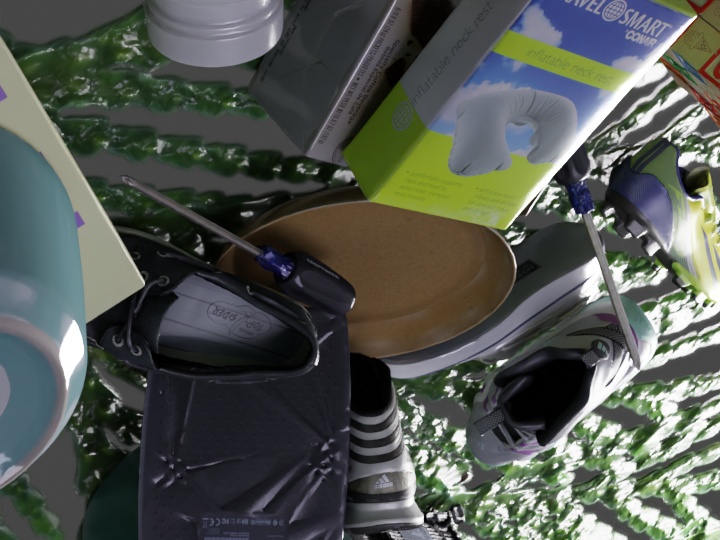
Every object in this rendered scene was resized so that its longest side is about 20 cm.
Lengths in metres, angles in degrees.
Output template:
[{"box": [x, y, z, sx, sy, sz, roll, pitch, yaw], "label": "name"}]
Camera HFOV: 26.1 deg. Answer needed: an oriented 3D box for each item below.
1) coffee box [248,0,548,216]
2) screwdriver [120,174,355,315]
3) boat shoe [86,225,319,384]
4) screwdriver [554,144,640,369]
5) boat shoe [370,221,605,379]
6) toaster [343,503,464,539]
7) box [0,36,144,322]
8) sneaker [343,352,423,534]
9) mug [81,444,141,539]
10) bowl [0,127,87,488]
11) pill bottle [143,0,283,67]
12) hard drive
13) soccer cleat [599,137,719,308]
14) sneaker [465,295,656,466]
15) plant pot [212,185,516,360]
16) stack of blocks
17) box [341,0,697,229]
[{"box": [0.047, -0.115, 0.951, 0.199, 0.080, 0.113, 11, 118, -43], "label": "coffee box"}, {"box": [-0.069, -0.019, 0.910, 0.028, 0.029, 0.200, -15, 146, 34], "label": "screwdriver"}, {"box": [-0.113, 0.027, 0.916, 0.198, 0.066, 0.075, 22, 95, -21], "label": "boat shoe"}, {"box": [0.162, -0.025, 1.063, 0.028, 0.029, 0.201, -24, 95, -24], "label": "screwdriver"}, {"box": [0.098, 0.037, 1.132, 0.199, 0.074, 0.066, -25, 133, -17], "label": "boat shoe"}, {"box": [0.032, 0.274, 1.213, 0.199, 0.181, 0.119, 21, 117, -47], "label": "toaster"}, {"box": [-0.236, -0.033, 0.791, 0.175, 0.097, 0.201, -33, 138, -9], "label": "box"}, {"box": [0.000, 0.114, 1.092, 0.075, 0.200, 0.116, -4, 90, -12], "label": "sneaker"}, {"box": [-0.112, 0.211, 1.090, 0.151, 0.114, 0.186, 11, 118, -43], "label": "mug"}, {"box": [-0.208, 0.038, 0.721, 0.200, 0.105, 0.202, -21, 136, -21], "label": "bowl"}, {"box": [-0.075, -0.203, 0.759, 0.104, 0.104, 0.201, -20, 136, -23], "label": "pill bottle"}, {"box": [-0.076, 0.121, 0.994, 0.134, 0.042, 0.202, 3, 90, -13], "label": "hard drive"}, {"box": [0.255, -0.034, 1.201, 0.084, 0.065, 0.200, -51, 140, 2], "label": "soccer cleat"}, {"box": [0.117, 0.100, 1.147, 0.140, 0.078, 0.200, -28, 163, -50], "label": "sneaker"}, {"box": [0.000, 0.000, 1.000, 0.198, 0.028, 0.201, -4, 150, -3], "label": "plant pot"}, {"box": [0.272, -0.129, 1.088, 0.059, 0.115, 0.200, -46, 140, 7], "label": "stack of blocks"}, {"box": [0.094, -0.113, 0.865, 0.121, 0.048, 0.200, 9, 132, -42], "label": "box"}]
